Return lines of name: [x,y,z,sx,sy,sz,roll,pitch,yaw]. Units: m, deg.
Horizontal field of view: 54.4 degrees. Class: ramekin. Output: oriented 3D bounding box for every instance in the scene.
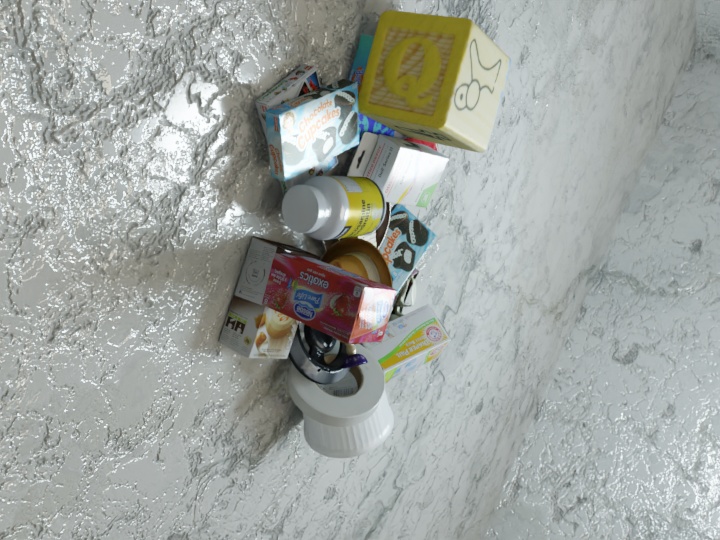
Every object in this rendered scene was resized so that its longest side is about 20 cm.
ramekin: [-0.032,0.295,1.503,0.200,0.199,0.098,-39,130,-39]

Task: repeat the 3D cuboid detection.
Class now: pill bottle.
pill bottle: [-0.047,-0.112,1.253,0.199,0.111,0.113,-11,117,-56]

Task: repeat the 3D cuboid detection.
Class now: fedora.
fedora: [-0.033,0.039,1.296,0.082,0.200,0.202,-2,110,-54]

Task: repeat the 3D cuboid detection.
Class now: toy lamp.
toy lamp: [-0.034,0.090,1.384,0.058,0.058,0.202,0,73,-56]

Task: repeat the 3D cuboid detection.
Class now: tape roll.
tape roll: [-0.048,0.222,1.427,0.202,0.202,0.037,-35,156,-42]

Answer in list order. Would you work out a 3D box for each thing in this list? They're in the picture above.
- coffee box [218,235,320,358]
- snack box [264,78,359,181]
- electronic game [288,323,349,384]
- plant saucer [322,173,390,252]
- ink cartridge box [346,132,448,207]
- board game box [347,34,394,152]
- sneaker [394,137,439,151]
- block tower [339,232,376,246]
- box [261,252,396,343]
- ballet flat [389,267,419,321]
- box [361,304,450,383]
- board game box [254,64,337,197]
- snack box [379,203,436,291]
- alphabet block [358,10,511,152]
coffee box: [-0.163,0.052,1.264,0.114,0.079,0.202,11,98,-58]
snack box: [-0.078,-0.242,1.196,0.200,0.037,0.117,-35,135,-40]
electronic game: [-0.081,0.126,1.390,0.199,0.041,0.202,25,55,-41]
plant saucer: [-0.015,-0.107,1.421,0.199,0.032,0.202,-19,118,-41]
ink cartridge box: [0.073,-0.197,1.389,0.199,0.067,0.118,2,119,-46]
board game box: [0.027,-0.332,1.363,0.152,0.045,0.202,8,100,-58]
sneaker: [0.109,-0.279,1.518,0.200,0.078,0.117,21,74,-58]
block tower: [0.000,0.000,1.414,0.058,0.054,0.202,-25,121,-40]
box: [-0.054,0.044,1.160,0.099,0.199,0.096,6,101,-55]
ballet flat: [0.092,0.082,1.678,0.069,0.071,0.202,8,102,-60]
box: [0.091,0.176,1.613,0.199,0.102,0.113,-22,157,-25]
board game box: [-0.106,-0.238,1.225,0.126,0.034,0.201,-46,142,-31]
snack box: [0.067,-0.037,1.529,0.201,0.116,0.037,-54,-170,-23]
alphabet block: [0.139,-0.346,1.300,0.199,0.195,0.197,10,96,-58]
